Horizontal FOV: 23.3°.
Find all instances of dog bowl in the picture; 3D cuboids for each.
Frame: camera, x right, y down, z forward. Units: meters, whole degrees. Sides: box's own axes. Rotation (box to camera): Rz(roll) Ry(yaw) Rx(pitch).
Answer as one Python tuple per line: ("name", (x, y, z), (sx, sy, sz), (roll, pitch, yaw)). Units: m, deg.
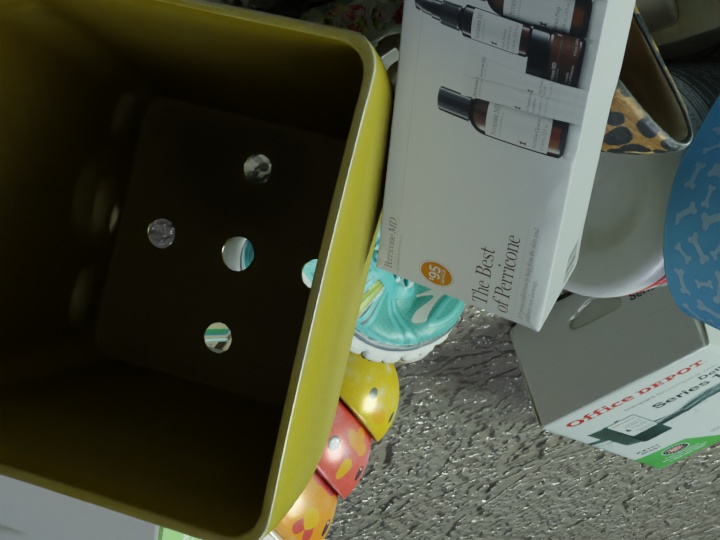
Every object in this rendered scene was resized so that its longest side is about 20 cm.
("dog bowl", (0.204, -0.052, 0.834), (0.049, 0.201, 0.112), (11, 144, 35))

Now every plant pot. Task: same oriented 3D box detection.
("plant pot", (-0.083, -0.012, 0.768), (0.198, 0.202, 0.176), (14, -177, 16))

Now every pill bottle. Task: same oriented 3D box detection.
("pill bottle", (0.171, -0.053, 0.927), (0.114, 0.115, 0.199), (-35, 164, 36))

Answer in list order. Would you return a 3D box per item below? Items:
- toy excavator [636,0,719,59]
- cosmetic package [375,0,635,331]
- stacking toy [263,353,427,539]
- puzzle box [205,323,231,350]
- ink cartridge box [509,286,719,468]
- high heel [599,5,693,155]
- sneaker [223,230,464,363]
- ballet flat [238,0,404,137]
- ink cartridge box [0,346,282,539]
("toy excavator", (0.146, -0.160, 0.780), (0.193, 0.101, 0.199), (4, 162, -40))
("cosmetic package", (0.057, -0.069, 0.703), (0.082, 0.051, 0.201), (23, 139, 16))
("stacking toy", (-0.025, 0.082, 1.128), (0.200, 0.146, 0.146), (-45, 154, -4))
("puzzle box", (-0.165, 0.035, 1.052), (0.198, 0.026, 0.133), (-2, 151, -28))
("ink cartridge box", (0.223, 0.068, 1.282), (0.146, 0.084, 0.199), (-30, 151, 26))
("high heel", (0.087, -0.137, 0.695), (0.071, 0.142, 0.201), (-43, 155, -28))
("sneaker", (0.000, 0.000, 1.027), (0.080, 0.078, 0.199), (-41, 146, 28))
("ballet flat", (0.019, -0.103, 0.832), (0.199, 0.064, 0.075), (-27, 151, 23))
("ink cartridge box", (-0.104, 0.094, 0.840), (0.116, 0.068, 0.200), (14, -163, 17))
